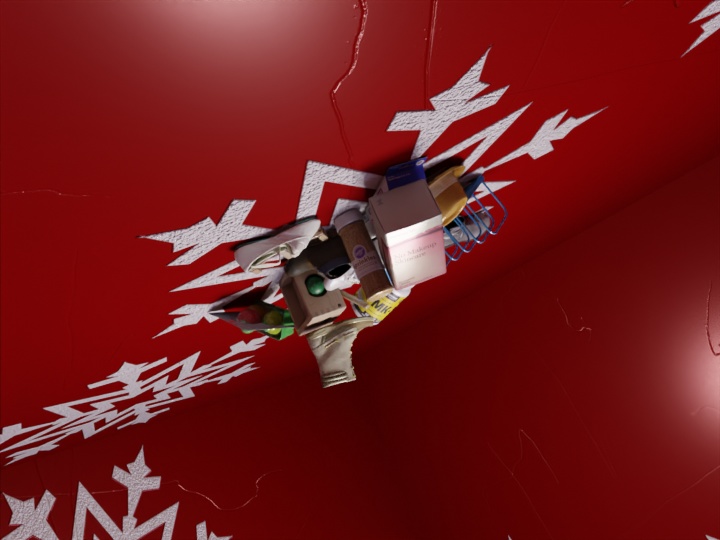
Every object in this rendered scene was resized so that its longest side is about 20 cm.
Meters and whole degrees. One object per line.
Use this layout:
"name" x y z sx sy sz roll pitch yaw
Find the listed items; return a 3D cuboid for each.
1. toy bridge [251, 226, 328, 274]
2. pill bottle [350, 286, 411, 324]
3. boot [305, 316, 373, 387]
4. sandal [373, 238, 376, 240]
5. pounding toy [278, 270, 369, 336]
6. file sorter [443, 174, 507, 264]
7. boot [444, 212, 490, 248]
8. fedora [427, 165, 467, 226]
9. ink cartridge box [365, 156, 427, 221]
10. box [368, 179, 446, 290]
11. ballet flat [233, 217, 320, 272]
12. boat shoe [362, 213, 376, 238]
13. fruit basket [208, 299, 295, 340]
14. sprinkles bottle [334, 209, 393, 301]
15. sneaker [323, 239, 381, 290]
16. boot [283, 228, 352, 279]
"toy bridge" -0.173 -0.047 1.317 0.198 0.028 0.067 -26 164 8
"pill bottle" 0.072 0.055 1.676 0.200 0.115 0.114 -46 157 30
"boot" -0.035 0.210 1.527 0.198 0.157 0.072 -15 173 -30
"sandal" 0.095 -0.087 1.509 0.198 0.046 0.075 -19 -167 25
"pounding toy" -0.101 0.064 1.522 0.141 0.186 0.200 -17 165 -26
"file sorter" 0.256 -0.118 1.485 0.200 0.123 0.139 -38 -173 44
"boot" 0.307 -0.131 1.745 0.198 0.070 0.132 -28 161 -3
"fedora" 0.182 -0.151 1.334 0.200 0.082 0.201 -38 169 -8
"ink cartridge box" 0.079 -0.173 1.264 0.094 0.037 0.200 -19 163 -21
"box" 0.104 -0.071 1.238 0.126 0.110 0.201 -19 143 -2
"ballet flat" -0.169 -0.048 1.239 0.198 0.070 0.070 -22 166 -10
"boat shoe" 0.082 -0.112 1.413 0.198 0.071 0.071 -14 165 -44
"fruit basket" -0.284 0.142 1.587 0.184 0.095 0.199 15 -166 39
"sprinkles bottle" 0.007 -0.034 1.302 0.067 0.202 0.068 -22 167 -6
"sneaker" 0.000 0.000 1.412 0.199 0.081 0.070 -31 161 6
"boot" -0.101 -0.015 1.378 0.199 0.098 0.074 -32 143 24
